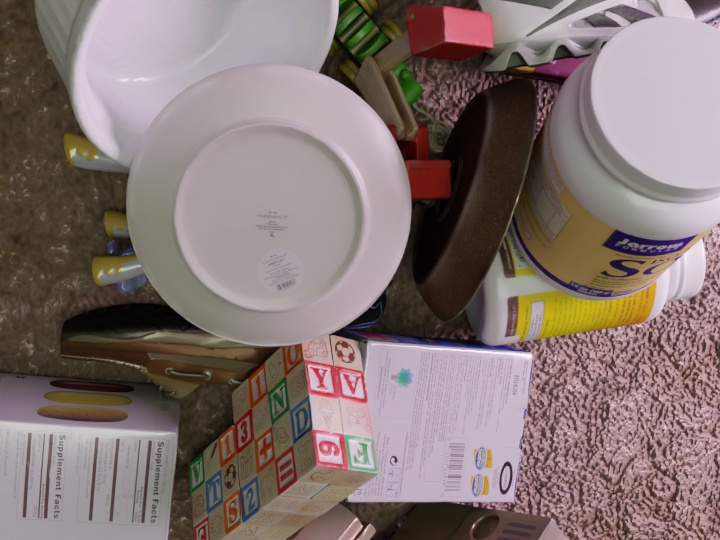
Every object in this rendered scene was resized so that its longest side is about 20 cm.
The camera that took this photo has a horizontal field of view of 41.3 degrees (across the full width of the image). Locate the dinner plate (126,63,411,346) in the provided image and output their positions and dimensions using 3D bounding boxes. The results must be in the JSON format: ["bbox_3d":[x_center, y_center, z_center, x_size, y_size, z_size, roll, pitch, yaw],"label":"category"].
[{"bbox_3d":[-0.062,-0.038,0.653,0.197,0.024,0.203,-1,111,-3],"label":"dinner plate"}]

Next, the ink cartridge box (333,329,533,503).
[{"bbox_3d":[0.071,0.129,0.838,0.197,0.076,0.139,6,93,-23],"label":"ink cartridge box"}]

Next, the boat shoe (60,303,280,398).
[{"bbox_3d":[-0.153,0.073,0.813,0.197,0.076,0.075,2,105,-9],"label":"boat shoe"}]

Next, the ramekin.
[{"bbox_3d":[-0.122,-0.175,0.652,0.200,0.201,0.098,-40,61,1],"label":"ramekin"}]

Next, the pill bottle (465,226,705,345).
[{"bbox_3d":[0.192,-0.001,0.834,0.197,0.109,0.111,-8,103,-7],"label":"pill bottle"}]

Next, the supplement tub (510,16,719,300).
[{"bbox_3d":[0.196,-0.074,0.695,0.143,0.200,0.148,1,71,-4],"label":"supplement tub"}]

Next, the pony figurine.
[{"bbox_3d":[-0.120,-0.046,0.768,0.197,0.167,0.196,-10,96,9],"label":"pony figurine"}]

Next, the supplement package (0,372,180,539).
[{"bbox_3d":[-0.253,0.158,0.794,0.197,0.114,0.111,6,102,-11],"label":"supplement package"}]

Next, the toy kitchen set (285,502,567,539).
[{"bbox_3d":[0.044,0.267,0.794,0.200,0.179,0.164,-44,109,-31],"label":"toy kitchen set"}]

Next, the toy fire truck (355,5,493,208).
[{"bbox_3d":[0.023,-0.119,0.749,0.048,0.199,0.143,-3,92,-34],"label":"toy fire truck"}]

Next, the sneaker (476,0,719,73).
[{"bbox_3d":[0.182,-0.205,0.701,0.197,0.074,0.090,-10,105,-6],"label":"sneaker"}]

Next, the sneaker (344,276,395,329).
[{"bbox_3d":[0.000,0.000,0.764,0.077,0.200,0.071,5,71,20],"label":"sneaker"}]

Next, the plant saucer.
[{"bbox_3d":[0.083,-0.061,0.758,0.034,0.200,0.203,18,98,-9],"label":"plant saucer"}]

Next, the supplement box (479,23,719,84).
[{"bbox_3d":[0.213,-0.217,0.796,0.197,0.103,0.133,6,100,-11],"label":"supplement box"}]

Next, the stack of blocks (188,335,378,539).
[{"bbox_3d":[-0.071,0.150,0.788,0.058,0.116,0.200,15,139,-33],"label":"stack of blocks"}]

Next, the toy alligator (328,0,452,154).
[{"bbox_3d":[0.018,-0.173,0.798,0.059,0.054,0.200,-42,105,2],"label":"toy alligator"}]
